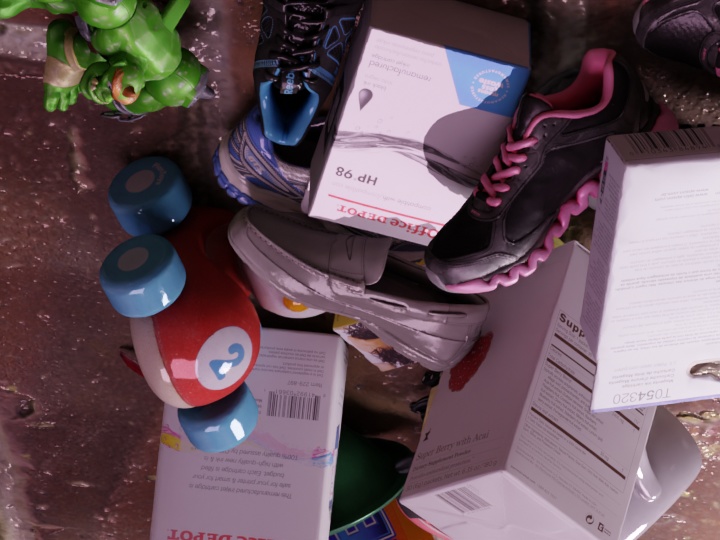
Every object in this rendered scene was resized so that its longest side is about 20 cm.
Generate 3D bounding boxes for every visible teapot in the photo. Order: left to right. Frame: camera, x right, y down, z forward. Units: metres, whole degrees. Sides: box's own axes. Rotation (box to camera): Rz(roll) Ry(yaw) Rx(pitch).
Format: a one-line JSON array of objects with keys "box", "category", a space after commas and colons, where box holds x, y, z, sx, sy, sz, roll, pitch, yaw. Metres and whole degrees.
[{"box": [0.181, 0.164, 1.873, 0.200, 0.197, 0.146, -43, 87, 24], "category": "teapot"}]

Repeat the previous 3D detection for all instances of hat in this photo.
[{"box": [-0.070, 0.126, 1.936, 0.199, 0.166, 0.177, -25, 111, -14], "category": "hat"}]

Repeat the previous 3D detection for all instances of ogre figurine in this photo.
[{"box": [-0.179, -0.164, 1.517, 0.119, 0.098, 0.201, 9, 136, 34], "category": "ogre figurine"}]

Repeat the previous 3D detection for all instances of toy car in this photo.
[{"box": [-0.071, 0.008, 1.695, 0.198, 0.178, 0.185, -15, 130, 13], "category": "toy car"}]

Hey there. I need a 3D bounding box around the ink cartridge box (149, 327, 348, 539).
[{"box": [-0.092, 0.152, 1.859, 0.144, 0.202, 0.088, 5, 170, 4], "category": "ink cartridge box"}]

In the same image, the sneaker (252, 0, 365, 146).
[{"box": [-0.032, -0.164, 1.485, 0.072, 0.082, 0.201, 10, 146, 1], "category": "sneaker"}]

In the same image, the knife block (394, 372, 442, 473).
[{"box": [0.088, 0.145, 1.849, 0.063, 0.201, 0.177, 17, 117, -14], "category": "knife block"}]

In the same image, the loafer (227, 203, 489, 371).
[{"box": [0.000, 0.000, 1.613, 0.199, 0.070, 0.070, 26, 124, -11], "category": "loafer"}]

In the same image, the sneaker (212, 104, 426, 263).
[{"box": [-0.006, -0.068, 1.634, 0.198, 0.078, 0.085, 16, 142, -12], "category": "sneaker"}]

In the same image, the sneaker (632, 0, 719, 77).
[{"box": [0.274, -0.136, 1.444, 0.198, 0.096, 0.079, 8, 149, 4], "category": "sneaker"}]

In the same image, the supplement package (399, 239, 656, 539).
[{"box": [0.132, 0.103, 1.633, 0.119, 0.201, 0.121, 36, 145, -24], "category": "supplement package"}]

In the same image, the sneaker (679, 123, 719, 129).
[{"box": [0.295, -0.055, 1.545, 0.198, 0.078, 0.083, 1, 111, 1], "category": "sneaker"}]

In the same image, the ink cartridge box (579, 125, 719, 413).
[{"box": [0.246, -0.006, 1.486, 0.194, 0.043, 0.201, -6, 127, -16], "category": "ink cartridge box"}]

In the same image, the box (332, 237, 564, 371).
[{"box": [0.078, 0.023, 1.772, 0.199, 0.050, 0.075, -18, 138, 34], "category": "box"}]

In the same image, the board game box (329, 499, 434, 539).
[{"box": [-0.032, 0.330, 2.063, 0.198, 0.201, 0.201, -15, 153, -20], "category": "board game box"}]

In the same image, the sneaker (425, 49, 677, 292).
[{"box": [0.114, -0.071, 1.473, 0.079, 0.200, 0.096, 38, 166, 53], "category": "sneaker"}]

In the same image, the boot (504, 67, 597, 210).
[{"box": [0.182, -0.049, 1.618, 0.199, 0.073, 0.182, 18, 133, -26], "category": "boot"}]

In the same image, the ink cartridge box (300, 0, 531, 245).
[{"box": [0.034, -0.088, 1.539, 0.115, 0.067, 0.201, 13, 126, -8], "category": "ink cartridge box"}]

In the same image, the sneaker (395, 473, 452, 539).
[{"box": [0.100, 0.222, 2.030, 0.199, 0.074, 0.086, 15, 159, -35], "category": "sneaker"}]
